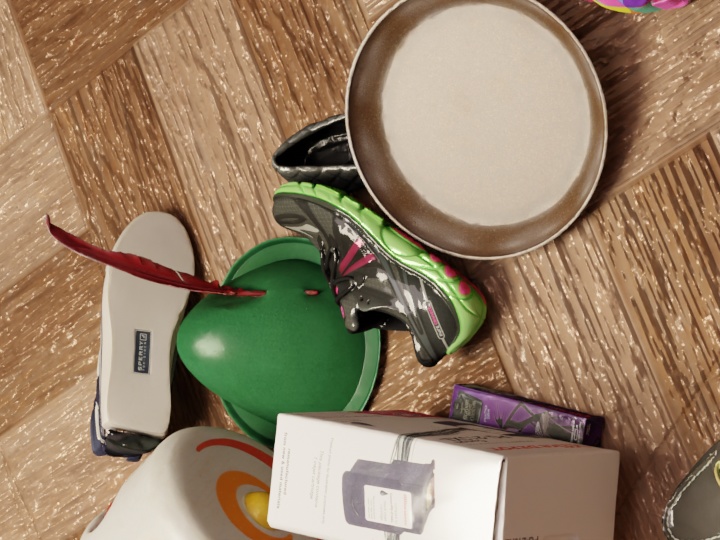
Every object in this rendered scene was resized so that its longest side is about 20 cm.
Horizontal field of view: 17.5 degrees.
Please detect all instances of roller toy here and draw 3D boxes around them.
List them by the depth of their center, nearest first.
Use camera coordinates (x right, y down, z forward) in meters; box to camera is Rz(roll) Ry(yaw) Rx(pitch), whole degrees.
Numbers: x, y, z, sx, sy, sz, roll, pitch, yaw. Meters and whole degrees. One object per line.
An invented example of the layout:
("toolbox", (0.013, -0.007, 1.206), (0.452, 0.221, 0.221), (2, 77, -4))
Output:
("roller toy", (-0.108, 0.214, 1.740), (0.140, 0.199, 0.183), (-48, 42, 26))

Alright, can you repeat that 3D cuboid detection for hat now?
("hat", (-0.113, 0.052, 1.755), (0.199, 0.175, 0.167), (6, 92, 38))

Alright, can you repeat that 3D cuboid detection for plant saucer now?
("plant saucer", (0.085, -0.109, 1.664), (0.199, 0.032, 0.202), (7, 109, 22))

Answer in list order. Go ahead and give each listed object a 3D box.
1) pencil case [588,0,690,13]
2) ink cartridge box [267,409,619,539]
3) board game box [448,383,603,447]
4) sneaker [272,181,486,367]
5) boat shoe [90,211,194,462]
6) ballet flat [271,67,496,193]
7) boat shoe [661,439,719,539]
("pencil case", (0.195, -0.276, 1.587), (0.088, 0.088, 0.202), (8, 95, 38))
("ink cartridge box", (0.058, 0.150, 1.605), (0.199, 0.144, 0.085), (8, 94, 39))
("board game box", (0.105, 0.191, 1.677), (0.119, 0.032, 0.202), (12, 96, 42))
("sneaker", (0.000, 0.000, 1.721), (0.200, 0.077, 0.084), (37, 92, 31))
("boat shoe", (-0.183, 0.058, 1.880), (0.093, 0.074, 0.202), (133, 148, -62))
("ballet flat", (0.021, -0.101, 1.732), (0.199, 0.057, 0.067), (-25, 73, 34))
("boat shoe", (0.268, 0.125, 1.528), (0.201, 0.060, 0.072), (-39, 66, 30))
